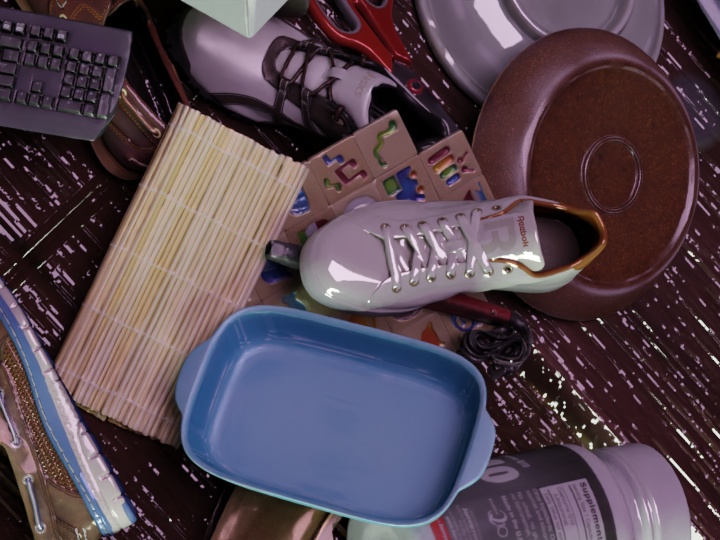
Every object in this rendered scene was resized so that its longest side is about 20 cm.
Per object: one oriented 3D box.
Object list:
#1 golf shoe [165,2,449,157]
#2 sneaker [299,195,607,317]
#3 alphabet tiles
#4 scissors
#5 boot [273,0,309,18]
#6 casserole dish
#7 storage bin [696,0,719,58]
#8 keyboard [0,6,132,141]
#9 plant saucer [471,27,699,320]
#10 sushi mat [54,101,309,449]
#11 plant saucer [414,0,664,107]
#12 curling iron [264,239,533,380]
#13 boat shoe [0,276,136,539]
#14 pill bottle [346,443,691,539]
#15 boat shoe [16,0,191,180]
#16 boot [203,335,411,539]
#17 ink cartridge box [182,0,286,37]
[{"bbox_3d":[-0.027,-0.125,1.648,0.200,0.094,0.078,28,68,-16],"label":"golf shoe"},{"bbox_3d":[0.062,-0.019,1.586,0.200,0.085,0.073,-7,78,-25],"label":"sneaker"},{"bbox_3d":[0.000,0.000,1.630,0.200,0.006,0.166,-30,112,-10],"label":"alphabet tiles"},{"bbox_3d":[0.023,-0.129,1.701,0.073,0.014,0.200,-20,78,-34],"label":"scissors"},{"bbox_3d":[-0.068,-0.281,1.667,0.186,0.064,0.200,33,62,3],"label":"boot"},{"bbox_3d":[-0.015,0.093,1.558,0.200,0.039,0.121,14,67,13],"label":"casserole dish"},{"bbox_3d":[0.340,-0.178,1.822,0.200,0.146,0.134,59,35,-2],"label":"storage bin"},{"bbox_3d":[-0.237,-0.154,1.553,0.200,0.021,0.127,10,73,2],"label":"keyboard"},{"bbox_3d":[0.162,-0.065,1.725,0.200,0.034,0.200,-2,94,-35],"label":"plant saucer"},{"bbox_3d":[-0.114,0.005,1.579,0.096,0.012,0.200,25,92,-19],"label":"sushi mat"},{"bbox_3d":[0.135,-0.198,1.766,0.200,0.050,0.200,6,75,-25],"label":"plant saucer"},{"bbox_3d":[0.029,0.018,1.618,0.200,0.026,0.050,24,42,-24],"label":"curling iron"},{"bbox_3d":[-0.212,0.079,1.524,0.072,0.072,0.200,-29,83,-7],"label":"boat shoe"},{"bbox_3d":[0.103,0.174,1.629,0.200,0.114,0.114,-10,82,-27],"label":"pill bottle"},{"bbox_3d":[-0.161,-0.158,1.603,0.070,0.070,0.200,-29,91,-39],"label":"boat shoe"},{"bbox_3d":[-0.031,0.118,1.599,0.075,0.074,0.200,30,76,-5],"label":"boot"},{"bbox_3d":[-0.102,-0.269,1.535,0.200,0.145,0.145,31,59,18],"label":"ink cartridge box"}]
